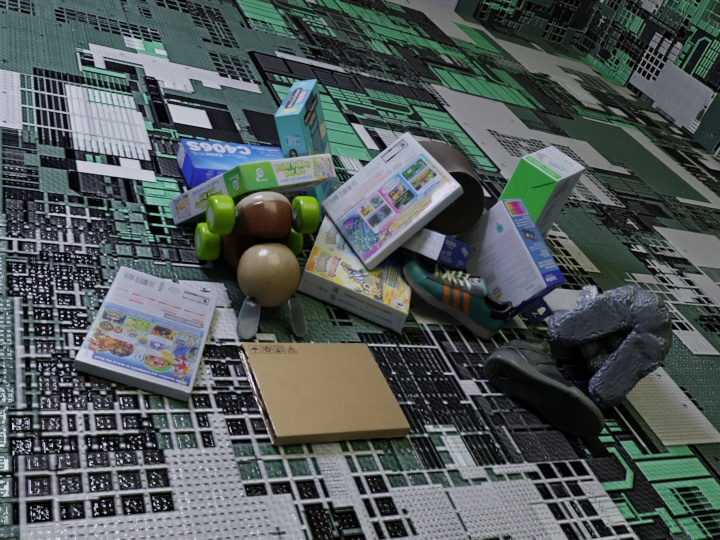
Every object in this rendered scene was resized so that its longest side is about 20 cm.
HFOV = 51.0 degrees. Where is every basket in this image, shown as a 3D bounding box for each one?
[{"bbox_3d":[0.145,-0.148,1.370,0.176,0.139,0.201,7,19,-10],"label":"basket"}]

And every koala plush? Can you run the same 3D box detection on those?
[{"bbox_3d":[0.428,0.106,1.289,0.179,0.182,0.200,56,9,6],"label":"koala plush"}]

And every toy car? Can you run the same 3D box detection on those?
[{"bbox_3d":[-0.140,0.004,1.100,0.161,0.158,0.205,-2,66,-26],"label":"toy car"}]

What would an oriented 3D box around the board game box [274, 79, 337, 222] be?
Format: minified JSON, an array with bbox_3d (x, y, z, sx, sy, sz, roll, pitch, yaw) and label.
[{"bbox_3d":[-0.094,-0.212,1.341,0.046,0.204,0.152,-4,33,13],"label":"board game box"}]

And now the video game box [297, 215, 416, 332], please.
[{"bbox_3d":[0.000,0.000,1.255,0.178,0.048,0.201,20,30,-4],"label":"video game box"}]

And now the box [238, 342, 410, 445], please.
[{"bbox_3d":[-0.049,0.158,0.998,0.196,0.022,0.165,4,36,-31],"label":"box"}]

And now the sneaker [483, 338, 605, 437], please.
[{"bbox_3d":[0.298,0.171,1.173,0.197,0.078,0.114,30,37,19],"label":"sneaker"}]

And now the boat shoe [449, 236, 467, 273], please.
[{"bbox_3d":[0.216,-0.022,1.434,0.199,0.072,0.070,40,58,18],"label":"boat shoe"}]

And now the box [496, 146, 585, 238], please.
[{"bbox_3d":[0.356,-0.140,1.572,0.096,0.203,0.175,36,31,21],"label":"box"}]

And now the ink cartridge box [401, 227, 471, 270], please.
[{"bbox_3d":[0.085,-0.059,1.292,0.198,0.045,0.093,25,5,38],"label":"ink cartridge box"}]

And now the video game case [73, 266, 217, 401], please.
[{"bbox_3d":[-0.268,0.076,0.971,0.140,0.018,0.202,19,31,-11],"label":"video game case"}]

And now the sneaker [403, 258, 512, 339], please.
[{"bbox_3d":[0.165,0.030,1.254,0.198,0.080,0.072,33,29,-12],"label":"sneaker"}]

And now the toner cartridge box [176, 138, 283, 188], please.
[{"bbox_3d":[-0.221,-0.186,1.352,0.196,0.044,0.096,0,40,-33],"label":"toner cartridge box"}]

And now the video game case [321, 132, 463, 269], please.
[{"bbox_3d":[0.049,-0.121,1.268,0.183,0.199,0.024,53,2,42],"label":"video game case"}]

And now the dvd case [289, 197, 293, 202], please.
[{"bbox_3d":[-0.174,-0.175,1.426,0.196,0.016,0.150,0,39,-35],"label":"dvd case"}]

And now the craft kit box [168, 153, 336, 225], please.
[{"bbox_3d":[-0.171,-0.130,1.205,0.198,0.195,0.050,-17,87,-47],"label":"craft kit box"}]

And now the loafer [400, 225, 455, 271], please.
[{"bbox_3d":[0.102,-0.068,1.414,0.198,0.064,0.072,34,32,15],"label":"loafer"}]

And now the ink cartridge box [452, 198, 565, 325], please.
[{"bbox_3d":[0.263,-0.003,1.318,0.075,0.136,0.204,-8,68,-44],"label":"ink cartridge box"}]
